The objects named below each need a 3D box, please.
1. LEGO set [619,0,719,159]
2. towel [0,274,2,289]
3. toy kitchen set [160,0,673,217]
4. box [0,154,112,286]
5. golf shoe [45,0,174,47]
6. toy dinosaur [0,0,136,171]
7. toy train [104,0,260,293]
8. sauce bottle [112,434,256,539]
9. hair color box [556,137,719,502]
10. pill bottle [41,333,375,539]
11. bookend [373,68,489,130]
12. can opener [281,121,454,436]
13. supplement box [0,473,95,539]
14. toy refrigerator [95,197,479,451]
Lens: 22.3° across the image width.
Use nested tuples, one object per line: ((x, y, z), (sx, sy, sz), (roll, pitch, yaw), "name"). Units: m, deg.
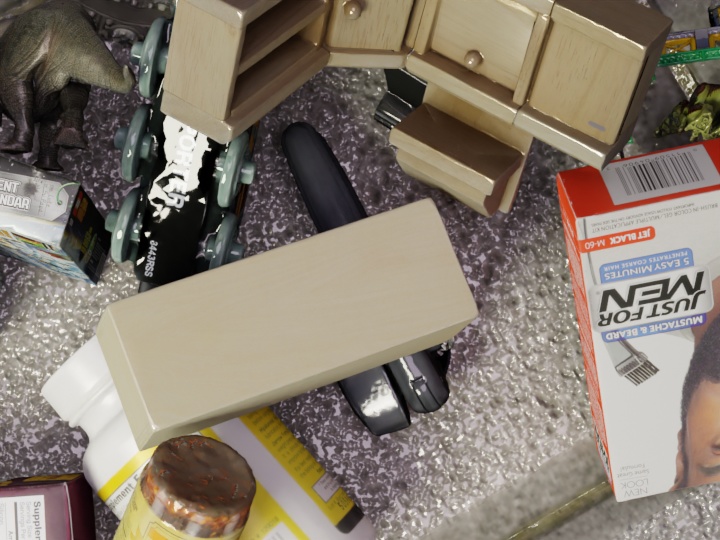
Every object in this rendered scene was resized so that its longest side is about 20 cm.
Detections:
((0.213, -0.094, 1.109), (0.153, 0.116, 0.201), (-15, 118, 17), "LEGO set")
((-0.320, 0.015, 1.062), (0.199, 0.166, 0.086), (8, 90, -1), "towel")
((0.023, -0.077, 0.969), (0.199, 0.164, 0.180), (28, 41, 16), "toy kitchen set")
((-0.219, -0.040, 1.049), (0.136, 0.200, 0.040), (18, 83, -1), "box")
((-0.101, -0.192, 1.140), (0.199, 0.078, 0.098), (5, 65, -4), "golf shoe")
((-0.185, -0.115, 1.051), (0.077, 0.200, 0.103), (4, 81, -20), "toy dinosaur")
((-0.095, -0.078, 1.070), (0.085, 0.114, 0.201), (13, 114, 2), "toy train")
((-0.116, 0.180, 1.019), (0.066, 0.066, 0.200), (23, 126, 0), "sauce bottle")
((0.186, 0.031, 1.073), (0.110, 0.064, 0.201), (-12, 121, 1), "hair color box")
((-0.094, 0.119, 1.086), (0.111, 0.111, 0.200), (-41, 88, -4), "pill bottle")
((0.093, -0.170, 1.065), (0.092, 0.200, 0.199), (32, 84, 7), "bookend")
((0.000, 0.000, 1.121), (0.078, 0.063, 0.201), (-22, 87, -3), "can opener")
((-0.261, 0.171, 1.077), (0.199, 0.110, 0.086), (-4, 86, -2), "supplement box")
((-0.042, 0.031, 1.034), (0.199, 0.070, 0.076), (-20, 80, -19), "toy refrigerator")
